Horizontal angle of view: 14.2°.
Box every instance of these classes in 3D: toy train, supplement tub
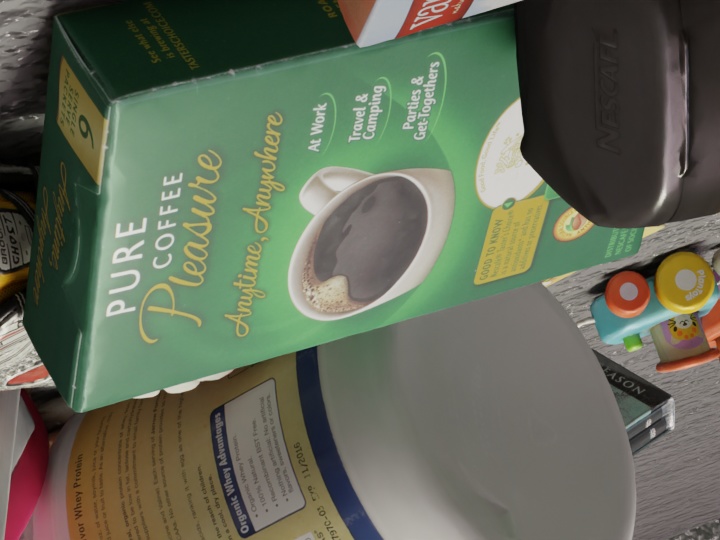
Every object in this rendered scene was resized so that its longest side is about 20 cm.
[{"bbox_3d":[0.177,0.031,1.532,0.200,0.056,0.150,-10,164,-44],"label":"toy train"},{"bbox_3d":[-0.021,0.085,0.994,0.200,0.145,0.144,-29,166,34],"label":"supplement tub"}]

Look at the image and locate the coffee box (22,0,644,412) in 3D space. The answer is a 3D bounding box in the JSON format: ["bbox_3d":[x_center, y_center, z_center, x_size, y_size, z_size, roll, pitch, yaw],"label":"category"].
[{"bbox_3d":[0.002,-0.037,0.839,0.199,0.044,0.123,-16,140,-25],"label":"coffee box"}]

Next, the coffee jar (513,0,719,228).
[{"bbox_3d":[0.135,-0.084,0.790,0.199,0.085,0.105,-18,125,-20],"label":"coffee jar"}]

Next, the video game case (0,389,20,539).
[{"bbox_3d":[-0.197,0.087,0.929,0.181,0.023,0.200,-22,-151,9],"label":"video game case"}]

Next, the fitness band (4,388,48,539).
[{"bbox_3d":[-0.184,0.093,0.970,0.143,0.038,0.200,-8,-148,29],"label":"fitness band"}]

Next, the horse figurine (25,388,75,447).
[{"bbox_3d":[-0.113,0.071,1.237,0.200,0.050,0.132,-9,159,-48],"label":"horse figurine"}]

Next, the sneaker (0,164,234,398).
[{"bbox_3d":[-0.095,0.003,0.885,0.199,0.078,0.082,-18,167,-14],"label":"sneaker"}]

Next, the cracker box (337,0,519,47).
[{"bbox_3d":[0.091,-0.125,0.662,0.199,0.058,0.134,-18,167,-16],"label":"cracker box"}]

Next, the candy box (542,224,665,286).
[{"bbox_3d":[0.000,0.000,1.083,0.200,0.056,0.115,-28,165,34],"label":"candy box"}]

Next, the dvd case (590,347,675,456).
[{"bbox_3d":[0.008,0.074,1.172,0.200,0.146,0.022,-29,132,-30],"label":"dvd case"}]
